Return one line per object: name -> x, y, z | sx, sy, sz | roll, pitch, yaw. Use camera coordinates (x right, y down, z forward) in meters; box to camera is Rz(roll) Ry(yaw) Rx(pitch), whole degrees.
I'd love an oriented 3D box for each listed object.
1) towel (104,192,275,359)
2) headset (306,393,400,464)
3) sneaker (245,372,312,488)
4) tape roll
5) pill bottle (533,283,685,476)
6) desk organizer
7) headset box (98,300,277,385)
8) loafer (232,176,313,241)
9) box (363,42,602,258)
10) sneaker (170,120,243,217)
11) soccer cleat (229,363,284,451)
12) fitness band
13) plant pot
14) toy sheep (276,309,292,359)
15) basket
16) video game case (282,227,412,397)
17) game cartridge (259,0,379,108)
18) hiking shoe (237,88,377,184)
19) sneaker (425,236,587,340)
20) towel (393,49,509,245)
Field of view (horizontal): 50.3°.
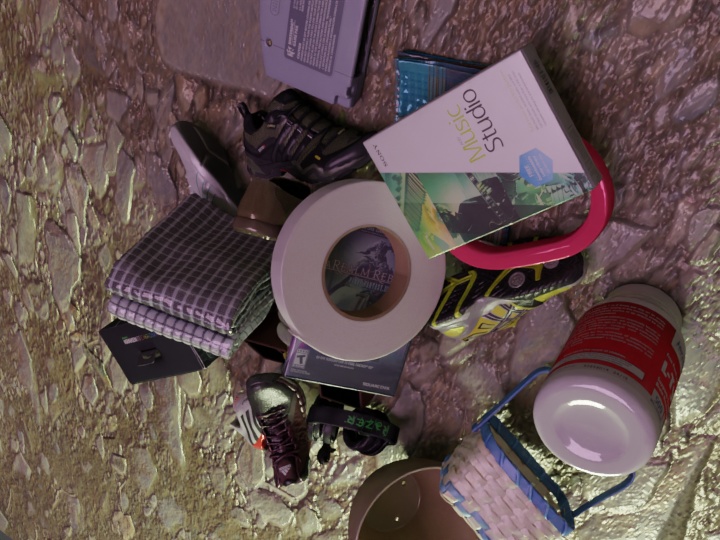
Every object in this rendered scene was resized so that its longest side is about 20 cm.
towel -> -0.180, -0.002, 0.911 | 0.165, 0.200, 0.086 | 16, 128, 11
headset -> -0.023, 0.232, 1.081 | 0.123, 0.094, 0.200 | 19, 165, -13
sneaker -> -0.105, 0.235, 1.071 | 0.076, 0.116, 0.200 | -13, 137, 9
tape roll -> 0.000, 0.000, 0.845 | 0.037, 0.203, 0.203 | 24, 137, 63
pill bottle -> 0.253, 0.097, 0.755 | 0.112, 0.200, 0.112 | 17, 126, 25
desk organizer -> -0.065, 0.121, 1.067 | 0.200, 0.077, 0.072 | 12, 123, 28
headset box -> -0.234, 0.065, 1.064 | 0.174, 0.200, 0.093 | -16, 108, 38
loafer -> -0.076, -0.071, 0.893 | 0.076, 0.200, 0.068 | 18, 100, 16
box -> 0.113, -0.109, 0.754 | 0.200, 0.036, 0.144 | -24, 100, 41
sneaker -> -0.200, -0.102, 1.015 | 0.080, 0.070, 0.200 | -27, 101, 27
soccer cleat -> -0.155, 0.204, 1.189 | 0.085, 0.069, 0.200 | 30, 135, 9
fitness band -> 0.159, -0.075, 0.790 | 0.200, 0.037, 0.144 | -11, 108, 38
plant pot -> 0.066, 0.345, 1.067 | 0.200, 0.200, 0.134 | 64, 166, -15
toy sheep -> -0.036, 0.046, 0.968 | 0.138, 0.138, 0.200 | 25, 93, 19
basket -> 0.204, 0.236, 0.931 | 0.200, 0.139, 0.176 | -38, 91, 15
video game case -> 0.003, 0.042, 0.898 | 0.143, 0.019, 0.200 | 14, 100, -20
game cartridge -> -0.046, -0.290, 0.828 | 0.133, 0.042, 0.200 | 30, 130, 21
hiking shoe -> -0.067, -0.160, 0.896 | 0.200, 0.076, 0.101 | 3, 122, 34
sneaker -> 0.167, 0.024, 0.869 | 0.200, 0.075, 0.076 | -23, 137, 36
towel -> 0.101, -0.130, 0.838 | 0.147, 0.022, 0.200 | 17, 126, 26
